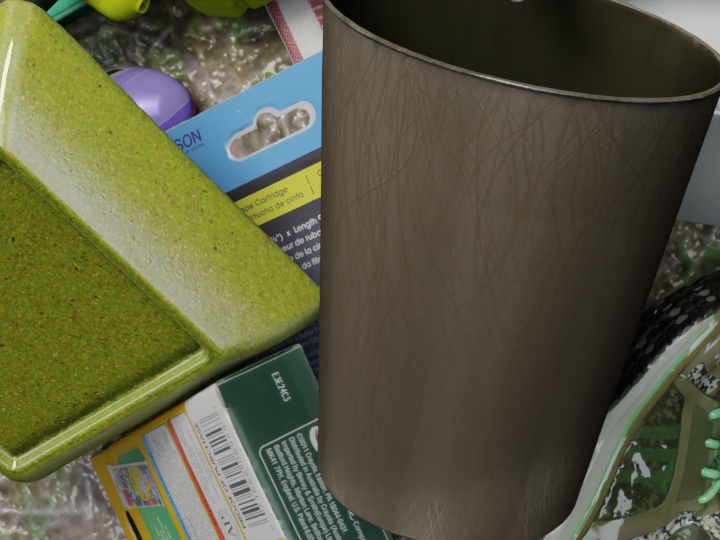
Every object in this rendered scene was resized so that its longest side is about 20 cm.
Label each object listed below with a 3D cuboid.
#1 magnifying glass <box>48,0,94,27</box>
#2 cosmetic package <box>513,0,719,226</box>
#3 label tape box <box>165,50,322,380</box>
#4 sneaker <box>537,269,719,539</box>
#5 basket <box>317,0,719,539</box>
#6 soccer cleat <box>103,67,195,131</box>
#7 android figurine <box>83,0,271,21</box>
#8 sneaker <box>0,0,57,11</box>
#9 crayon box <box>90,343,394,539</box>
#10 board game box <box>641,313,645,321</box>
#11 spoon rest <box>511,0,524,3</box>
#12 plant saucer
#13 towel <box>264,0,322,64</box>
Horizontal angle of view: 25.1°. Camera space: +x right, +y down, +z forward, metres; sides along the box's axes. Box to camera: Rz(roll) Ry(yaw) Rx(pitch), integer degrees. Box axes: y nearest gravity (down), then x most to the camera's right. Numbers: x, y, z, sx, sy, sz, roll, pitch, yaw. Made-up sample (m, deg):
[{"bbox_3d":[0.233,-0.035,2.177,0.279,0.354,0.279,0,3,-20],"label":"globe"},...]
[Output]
[{"bbox_3d":[-0.131,-0.160,0.839,0.199,0.022,0.080,2,95,16],"label":"magnifying glass"},{"bbox_3d":[0.172,-0.075,0.736,0.199,0.113,0.081,13,68,10],"label":"cosmetic package"},{"bbox_3d":[0.000,0.000,0.784,0.143,0.066,0.201,-23,89,29],"label":"label tape box"},{"bbox_3d":[0.145,0.086,0.765,0.088,0.077,0.200,34,104,-5],"label":"sneaker"},{"bbox_3d":[0.049,-0.003,0.645,0.180,0.136,0.201,35,127,48],"label":"basket"},{"bbox_3d":[-0.185,-0.066,0.834,0.199,0.076,0.067,-6,91,12],"label":"soccer cleat"},{"bbox_3d":[-0.084,-0.206,0.798,0.200,0.041,0.182,37,89,17],"label":"android figurine"},{"bbox_3d":[-0.198,-0.068,0.775,0.200,0.071,0.099,-36,90,5],"label":"sneaker"},{"bbox_3d":[-0.059,0.121,0.787,0.051,0.200,0.126,-24,87,-30],"label":"crayon box"},{"bbox_3d":[0.079,0.019,0.813,0.105,0.023,0.200,-36,85,13],"label":"board game box"},{"bbox_3d":[0.142,-0.154,0.637,0.199,0.061,0.100,-19,94,-5],"label":"spoon rest"},{"bbox_3d":[-0.151,0.010,0.715,0.200,0.048,0.200,-30,119,27],"label":"plant saucer"},{"bbox_3d":[0.027,-0.204,0.816,0.200,0.023,0.144,-26,89,13],"label":"towel"}]
